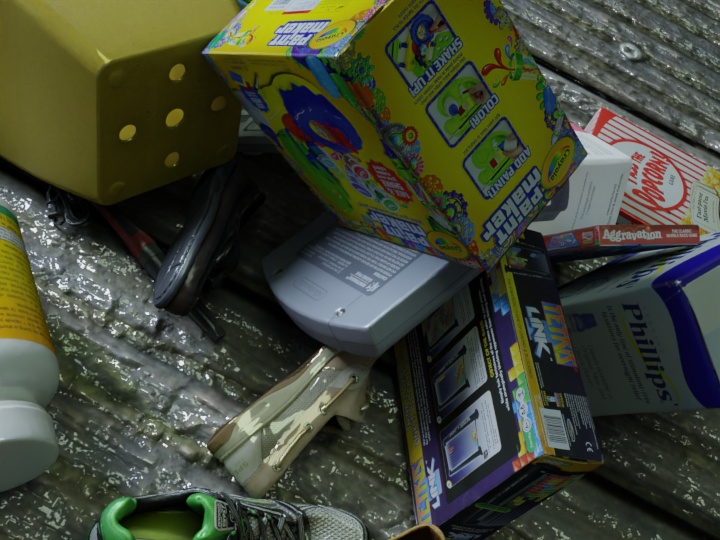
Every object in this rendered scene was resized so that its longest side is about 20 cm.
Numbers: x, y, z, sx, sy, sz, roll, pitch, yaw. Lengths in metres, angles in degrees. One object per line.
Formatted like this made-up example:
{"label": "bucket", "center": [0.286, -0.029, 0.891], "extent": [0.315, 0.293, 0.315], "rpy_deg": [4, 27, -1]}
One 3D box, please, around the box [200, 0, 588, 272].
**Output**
{"label": "box", "center": [0.022, -0.123, 0.670], "extent": [0.122, 0.200, 0.193], "rpy_deg": [-49, 122, -14]}

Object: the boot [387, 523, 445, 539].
{"label": "boot", "center": [-0.032, 0.239, 0.565], "extent": [0.071, 0.144, 0.201], "rpy_deg": [41, 56, 15]}

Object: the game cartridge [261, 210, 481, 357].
{"label": "game cartridge", "center": [0.000, 0.000, 0.745], "extent": [0.133, 0.041, 0.200], "rpy_deg": [-34, 28, -15]}

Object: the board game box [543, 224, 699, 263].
{"label": "board game box", "center": [0.196, -0.022, 0.837], "extent": [0.103, 0.200, 0.019], "rpy_deg": [-3, 87, -23]}

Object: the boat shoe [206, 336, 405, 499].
{"label": "boat shoe", "center": [-0.027, 0.101, 0.730], "extent": [0.200, 0.072, 0.065], "rpy_deg": [-36, 82, -35]}

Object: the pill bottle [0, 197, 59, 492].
{"label": "pill bottle", "center": [-0.274, 0.048, 0.637], "extent": [0.113, 0.113, 0.200], "rpy_deg": [-10, 60, -28]}

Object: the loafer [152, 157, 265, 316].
{"label": "loafer", "center": [-0.118, -0.029, 0.776], "extent": [0.063, 0.072, 0.200], "rpy_deg": [34, 33, -19]}

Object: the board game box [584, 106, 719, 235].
{"label": "board game box", "center": [0.326, -0.078, 1.021], "extent": [0.200, 0.046, 0.152], "rpy_deg": [29, 49, 1]}

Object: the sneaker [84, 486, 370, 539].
{"label": "sneaker", "center": [-0.085, 0.189, 0.626], "extent": [0.200, 0.085, 0.078], "rpy_deg": [3, 54, -21]}

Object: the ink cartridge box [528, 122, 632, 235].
{"label": "ink cartridge box", "center": [0.134, -0.096, 0.899], "extent": [0.200, 0.084, 0.145], "rpy_deg": [-4, 29, -24]}

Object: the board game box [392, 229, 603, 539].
{"label": "board game box", "center": [0.095, 0.090, 0.719], "extent": [0.057, 0.165, 0.200], "rpy_deg": [12, 51, -24]}

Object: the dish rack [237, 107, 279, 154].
{"label": "dish rack", "center": [-0.035, -0.162, 0.890], "extent": [0.200, 0.044, 0.172], "rpy_deg": [4, 42, 27]}

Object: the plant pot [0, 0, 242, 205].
{"label": "plant pot", "center": [-0.201, -0.172, 0.757], "extent": [0.200, 0.200, 0.176], "rpy_deg": [-25, 56, -35]}

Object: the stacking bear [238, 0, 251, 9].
{"label": "stacking bear", "center": [-0.095, -0.320, 0.929], "extent": [0.114, 0.200, 0.122], "rpy_deg": [7, 52, -20]}

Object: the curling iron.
{"label": "curling iron", "center": [-0.189, -0.009, 0.776], "extent": [0.200, 0.026, 0.050], "rpy_deg": [41, 72, 5]}

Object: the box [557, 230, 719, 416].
{"label": "box", "center": [0.263, 0.041, 0.791], "extent": [0.184, 0.200, 0.105], "rpy_deg": [-23, 93, -34]}
